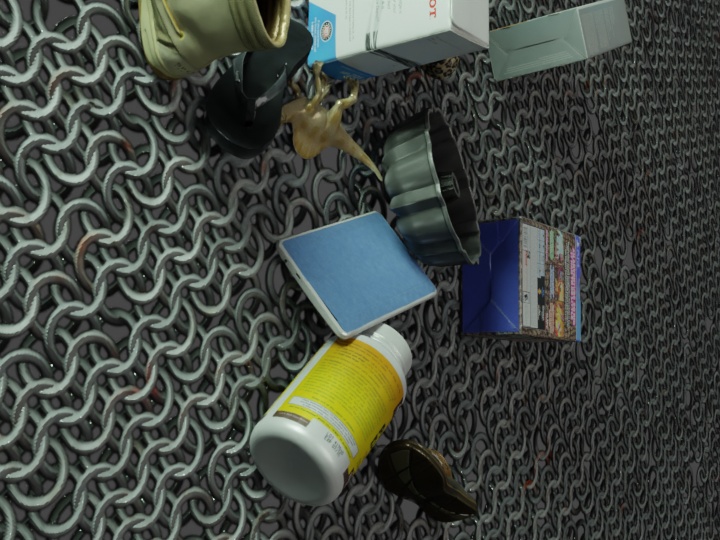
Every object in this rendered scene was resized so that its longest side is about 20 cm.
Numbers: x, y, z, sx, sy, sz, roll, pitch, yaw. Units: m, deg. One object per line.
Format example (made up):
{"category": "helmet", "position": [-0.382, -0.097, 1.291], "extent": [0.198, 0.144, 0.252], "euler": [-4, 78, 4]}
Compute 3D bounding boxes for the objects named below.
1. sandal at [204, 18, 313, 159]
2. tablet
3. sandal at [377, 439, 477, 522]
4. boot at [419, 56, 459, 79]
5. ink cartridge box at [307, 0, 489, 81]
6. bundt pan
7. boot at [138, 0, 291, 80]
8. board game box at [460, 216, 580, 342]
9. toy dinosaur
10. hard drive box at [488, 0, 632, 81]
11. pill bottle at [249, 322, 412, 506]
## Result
{"category": "sandal", "position": [-0.102, -0.196, 0.949], "extent": [0.075, 0.043, 0.202], "euler": [22, 53, -6]}
{"category": "tablet", "position": [0.000, 0.000, 1.068], "extent": [0.131, 0.014, 0.199], "euler": [54, 36, 12]}
{"category": "sandal", "position": [0.086, 0.251, 1.159], "extent": [0.200, 0.081, 0.055], "euler": [43, 37, -41]}
{"category": "boot", "position": [0.073, -0.354, 1.194], "extent": [0.151, 0.072, 0.202], "euler": [57, 15, -56]}
{"category": "ink cartridge box", "position": [0.040, -0.305, 1.044], "extent": [0.085, 0.198, 0.149], "euler": [9, 79, -52]}
{"category": "bundt pan", "position": [0.083, -0.095, 1.154], "extent": [0.202, 0.075, 0.205], "euler": [-15, 90, -71]}
{"category": "boot", "position": [-0.137, -0.284, 0.840], "extent": [0.072, 0.154, 0.203], "euler": [-11, 95, -53]}
{"category": "board game box", "position": [0.236, 0.019, 1.363], "extent": [0.199, 0.096, 0.162], "euler": [11, 78, -52]}
{"category": "toy dinosaur", "position": [-0.042, -0.172, 1.059], "extent": [0.199, 0.058, 0.103], "euler": [19, 87, -50]}
{"category": "hard drive box", "position": [0.308, -0.359, 1.450], "extent": [0.199, 0.154, 0.078], "euler": [-29, 108, -51]}
{"category": "pill bottle", "position": [-0.022, 0.142, 0.993], "extent": [0.200, 0.108, 0.110], "euler": [-48, 124, -43]}
